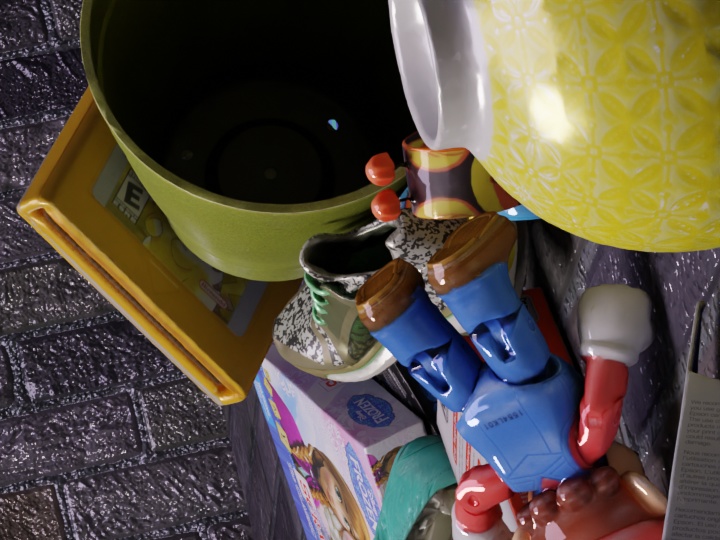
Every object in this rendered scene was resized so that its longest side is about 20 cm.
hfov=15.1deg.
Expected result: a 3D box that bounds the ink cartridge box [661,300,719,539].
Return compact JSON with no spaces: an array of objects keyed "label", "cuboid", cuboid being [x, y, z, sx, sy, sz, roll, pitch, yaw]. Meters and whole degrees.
[{"label":"ink cartridge box","cuboid":[0.141,0.149,1.088,0.200,0.043,0.196,-72,-16,-46]}]

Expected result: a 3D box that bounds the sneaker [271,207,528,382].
[{"label":"sneaker","cuboid":[0.000,0.000,1.397,0.200,0.089,0.077,-25,49,52]}]

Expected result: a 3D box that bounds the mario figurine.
[{"label":"mario figurine","cuboid":[0.083,0.069,1.232,0.200,0.106,0.123,57,154,-12]}]

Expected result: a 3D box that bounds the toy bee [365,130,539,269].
[{"label":"toy bee","cuboid":[0.051,-0.060,1.261,0.200,0.109,0.131,138,121,-80]}]

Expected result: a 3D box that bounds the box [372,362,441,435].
[{"label":"box","cuboid":[0.036,0.097,1.641,0.200,0.050,0.199,58,164,26]}]

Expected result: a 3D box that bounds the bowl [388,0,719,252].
[{"label":"bowl","cuboid":[0.072,-0.095,1.066,0.200,0.108,0.200,167,90,-81]}]

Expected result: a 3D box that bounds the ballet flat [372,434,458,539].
[{"label":"ballet flat","cuboid":[0.027,0.189,1.481,0.070,0.067,0.200,17,92,57]}]

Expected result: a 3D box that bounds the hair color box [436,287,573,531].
[{"label":"hair color box","cuboid":[0.093,0.116,1.386,0.102,0.061,0.200,88,166,-48]}]

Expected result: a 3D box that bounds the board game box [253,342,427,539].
[{"label":"board game box","cuboid":[0.005,0.146,1.652,0.200,0.041,0.200,37,148,60]}]

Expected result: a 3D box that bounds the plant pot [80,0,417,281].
[{"label":"plant pot","cuboid":[-0.046,-0.087,1.455,0.193,0.200,0.200,100,157,-69]}]

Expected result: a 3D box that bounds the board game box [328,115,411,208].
[{"label":"board game box","cuboid":[0.017,-0.088,1.653,0.200,0.045,0.152,89,166,-55]}]

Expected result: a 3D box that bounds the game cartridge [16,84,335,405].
[{"label":"game cartridge","cuboid":[-0.093,-0.051,1.580,0.176,0.032,0.200,45,-130,-25]}]

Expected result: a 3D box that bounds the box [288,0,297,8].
[{"label":"box","cuboid":[-0.022,-0.277,1.508,0.164,0.086,0.200,92,164,-59]}]
